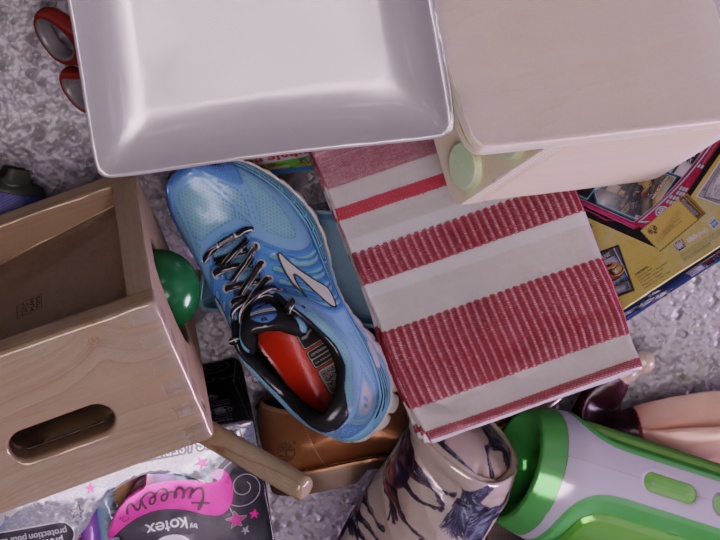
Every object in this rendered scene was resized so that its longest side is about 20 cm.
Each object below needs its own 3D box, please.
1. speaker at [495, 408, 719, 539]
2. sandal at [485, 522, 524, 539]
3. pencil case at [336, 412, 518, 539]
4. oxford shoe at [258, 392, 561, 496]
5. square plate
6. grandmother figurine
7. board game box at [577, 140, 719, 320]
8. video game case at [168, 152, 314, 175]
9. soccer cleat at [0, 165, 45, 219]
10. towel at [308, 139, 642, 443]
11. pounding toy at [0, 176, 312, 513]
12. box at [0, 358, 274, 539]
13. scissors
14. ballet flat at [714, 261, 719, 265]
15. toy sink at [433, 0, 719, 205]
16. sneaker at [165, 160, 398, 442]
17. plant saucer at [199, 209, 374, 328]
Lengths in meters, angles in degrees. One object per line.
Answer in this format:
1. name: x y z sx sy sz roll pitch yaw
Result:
1. speaker: 0.181 0.148 1.735 0.200 0.088 0.088 19 104 -21
2. sandal: 0.131 0.189 1.794 0.200 0.082 0.055 22 62 -19
3. pencil case: 0.023 0.165 1.714 0.078 0.089 0.200 -2 132 -45
4. oxford shoe: 0.032 0.082 1.758 0.200 0.071 0.071 -15 104 -1
5. square plate: -0.060 -0.157 1.501 0.200 0.028 0.198 -7 108 7
6. grandmother figurine: 0.176 0.110 1.790 0.200 0.061 0.121 -7 99 -7
7. board game box: 0.133 -0.031 1.713 0.200 0.035 0.136 -33 76 8
8. video game case: -0.048 -0.118 1.647 0.143 0.018 0.200 -8 149 -4
9. soccer cleat: -0.288 -0.027 1.684 0.200 0.065 0.084 3 94 -10
10. towel: 0.067 -0.010 1.663 0.144 0.023 0.200 -19 79 -8
11. pounding toy: -0.152 0.058 1.619 0.200 0.184 0.142 -19 122 3
12. box: -0.157 0.143 1.719 0.200 0.132 0.115 -11 106 -3
13. scissors: -0.136 -0.127 1.617 0.014 0.200 0.073 -34 106 -27
14. ballet flat: 0.245 -0.038 1.745 0.200 0.070 0.067 -21 109 0
15. toy sink: 0.100 -0.118 1.609 0.200 0.112 0.130 -9 76 -33
16. sneaker: -0.050 0.014 1.669 0.078 0.090 0.200 -38 83 14
17. plant saucer: 0.000 0.000 1.712 0.200 0.019 0.070 6 91 14
